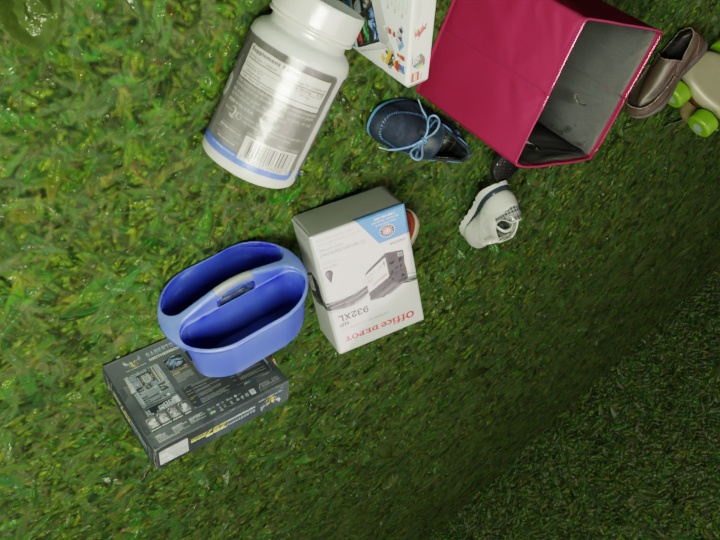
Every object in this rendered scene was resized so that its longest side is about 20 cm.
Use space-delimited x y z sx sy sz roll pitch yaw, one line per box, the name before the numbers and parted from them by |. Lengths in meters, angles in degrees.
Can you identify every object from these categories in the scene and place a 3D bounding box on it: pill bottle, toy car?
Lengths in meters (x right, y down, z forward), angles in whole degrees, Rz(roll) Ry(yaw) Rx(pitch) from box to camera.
pill bottle | -0.082 -0.200 0.757 0.114 0.114 0.200 2 125 -49
toy car | 0.720 -0.369 1.498 0.164 0.158 0.200 -41 177 0

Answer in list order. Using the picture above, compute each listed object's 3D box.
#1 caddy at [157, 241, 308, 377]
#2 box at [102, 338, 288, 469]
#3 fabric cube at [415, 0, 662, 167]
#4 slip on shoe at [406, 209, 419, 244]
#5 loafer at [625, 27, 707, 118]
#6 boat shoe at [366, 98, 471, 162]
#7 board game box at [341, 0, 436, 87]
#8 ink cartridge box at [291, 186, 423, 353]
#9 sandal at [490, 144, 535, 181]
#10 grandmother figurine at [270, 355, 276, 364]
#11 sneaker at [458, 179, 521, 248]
caddy | -0.162 0.043 0.915 0.200 0.141 0.105 -30 150 -24
box | -0.222 0.153 0.955 0.200 0.158 0.051 -25 143 -31
fabric cube | 0.233 -0.278 0.947 0.196 0.199 0.200 -12 135 -42
slip on shoe | 0.009 -0.029 1.098 0.200 0.074 0.061 -37 144 -4
loafer | 0.576 -0.384 1.349 0.200 0.073 0.071 -53 137 4
boat shoe | 0.095 -0.197 1.002 0.200 0.069 0.084 -5 131 -46
board game box | 0.028 -0.312 0.743 0.035 0.126 0.200 -28 145 -24
ink cartridge box | 0.000 0.000 1.021 0.145 0.084 0.200 -21 122 -14
sandal | 0.272 -0.219 1.214 0.200 0.045 0.075 -42 157 -33
grandmother figurine | -0.227 0.172 1.070 0.200 0.061 0.121 -29 117 -20
sneaker | 0.232 -0.078 1.249 0.076 0.081 0.200 -28 162 -11
